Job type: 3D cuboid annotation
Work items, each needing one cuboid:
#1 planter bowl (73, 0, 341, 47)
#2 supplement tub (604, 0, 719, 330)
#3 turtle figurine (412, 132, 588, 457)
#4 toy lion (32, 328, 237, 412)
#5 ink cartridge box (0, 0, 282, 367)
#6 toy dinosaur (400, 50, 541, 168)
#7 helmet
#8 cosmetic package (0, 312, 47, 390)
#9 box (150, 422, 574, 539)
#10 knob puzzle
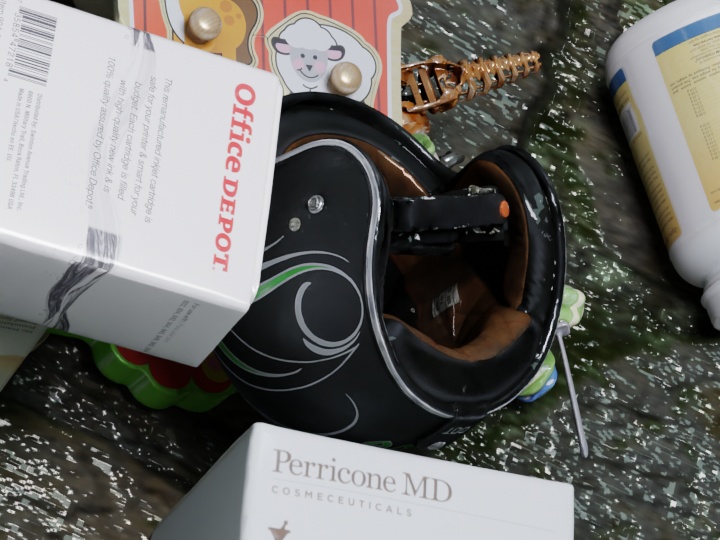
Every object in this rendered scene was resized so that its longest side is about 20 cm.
[{"bbox_3d":[-0.106,-0.202,1.576,0.199,0.135,0.202,9,65,-20],"label":"planter bowl"},{"bbox_3d":[0.258,-0.076,1.677,0.144,0.145,0.201,-10,73,-27],"label":"supplement tub"},{"bbox_3d":[0.055,0.031,1.525,0.194,0.143,0.200,51,51,-19],"label":"turtle figurine"},{"bbox_3d":[-0.135,-0.016,1.532,0.190,0.069,0.202,9,64,-28],"label":"toy lion"},{"bbox_3d":[-0.151,-0.052,1.287,0.199,0.084,0.147,17,58,-18],"label":"ink cartridge box"},{"bbox_3d":[0.013,-0.089,1.571,0.198,0.136,0.103,0,77,9],"label":"toy dinosaur"},{"bbox_3d":[0.000,0.000,1.400,0.199,0.190,0.202,-1,92,-40],"label":"helmet"},{"bbox_3d":[-0.238,0.023,1.382,0.104,0.200,0.072,11,63,-18],"label":"cosmetic package"},{"bbox_3d":[-0.006,0.210,1.403,0.197,0.200,0.173,12,62,-17],"label":"box"},{"bbox_3d":[-0.057,-0.170,1.486,0.218,0.030,0.222,8,69,-21],"label":"knob puzzle"}]
